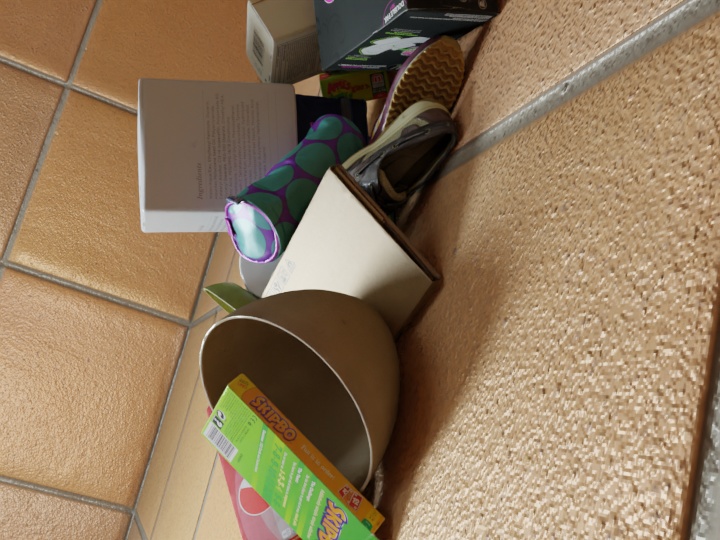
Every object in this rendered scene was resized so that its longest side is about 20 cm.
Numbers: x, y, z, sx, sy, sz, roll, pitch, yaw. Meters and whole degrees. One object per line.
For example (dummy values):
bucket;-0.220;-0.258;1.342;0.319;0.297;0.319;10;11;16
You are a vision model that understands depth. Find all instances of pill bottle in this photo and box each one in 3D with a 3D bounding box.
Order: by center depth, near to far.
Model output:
pill bottle;-0.095;-0.002;1.035;0.200;0.111;0.116;64;-137;-85

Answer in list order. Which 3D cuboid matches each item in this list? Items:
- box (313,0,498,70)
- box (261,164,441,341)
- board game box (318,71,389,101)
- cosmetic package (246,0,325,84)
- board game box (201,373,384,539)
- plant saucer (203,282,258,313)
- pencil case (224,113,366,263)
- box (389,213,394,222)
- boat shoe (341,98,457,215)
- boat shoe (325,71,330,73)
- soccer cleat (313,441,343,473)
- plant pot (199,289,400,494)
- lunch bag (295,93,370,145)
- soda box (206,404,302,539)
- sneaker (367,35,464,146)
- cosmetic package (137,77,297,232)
box;0.040;-0.325;0.881;0.199;0.122;0.152;-10;87;60
box;-0.018;0.019;0.827;0.021;0.164;0.201;-21;-28;-47
board game box;-0.015;-0.319;1.220;0.202;0.099;0.048;-98;-5;-56
cosmetic package;-0.047;-0.321;1.027;0.074;0.197;0.104;56;157;17
board game box;-0.060;0.193;0.721;0.030;0.200;0.096;-35;-13;-43
plant saucer;-0.112;0.075;0.990;0.031;0.199;0.200;-51;13;-12
pencil case;-0.075;-0.101;0.921;0.200;0.091;0.086;-48;-32;-36
box;0.000;0.000;0.936;0.202;0.047;0.118;-94;26;-47
boat shoe;0.025;-0.099;0.851;0.200;0.073;0.065;-48;31;16
boat shoe;0.008;-0.360;1.144;0.201;0.067;0.075;-53;-37;-25
soccer cleat;-0.050;0.196;0.838;0.201;0.072;0.069;-108;40;-64
plant pot;-0.038;0.098;0.756;0.134;0.200;0.201;-41;-9;-45
lunch bag;-0.050;-0.168;1.125;0.200;0.129;0.139;152;116;-72
soda box;-0.106;0.222;0.857;0.069;0.064;0.202;-33;50;5
sneaker;0.053;-0.184;0.911;0.202;0.074;0.091;-62;19;25
cosmetic package;-0.191;-0.143;1.032;0.165;0.195;0.169;159;110;-72
